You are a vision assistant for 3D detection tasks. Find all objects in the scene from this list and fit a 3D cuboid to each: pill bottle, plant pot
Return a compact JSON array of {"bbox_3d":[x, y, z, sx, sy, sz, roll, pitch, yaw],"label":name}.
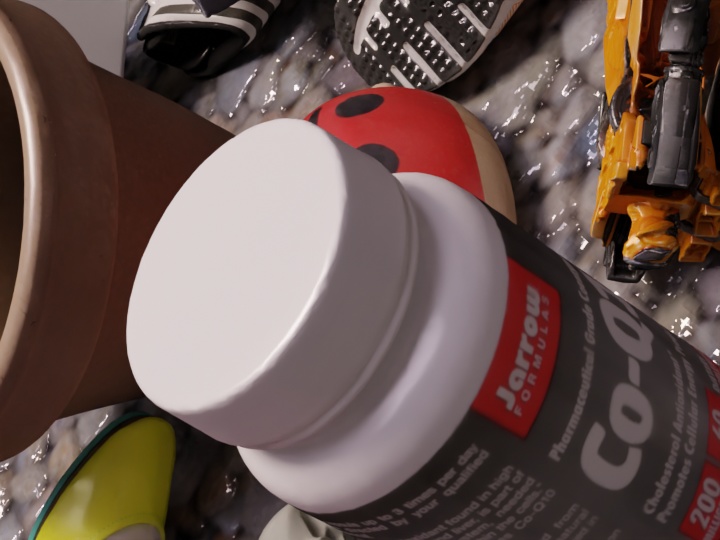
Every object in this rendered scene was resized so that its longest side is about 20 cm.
[{"bbox_3d":[0.030,0.039,0.619,0.113,0.199,0.115,-28,46,34],"label":"pill bottle"},{"bbox_3d":[-0.130,-0.015,0.843,0.199,0.174,0.203,-4,84,45],"label":"plant pot"}]

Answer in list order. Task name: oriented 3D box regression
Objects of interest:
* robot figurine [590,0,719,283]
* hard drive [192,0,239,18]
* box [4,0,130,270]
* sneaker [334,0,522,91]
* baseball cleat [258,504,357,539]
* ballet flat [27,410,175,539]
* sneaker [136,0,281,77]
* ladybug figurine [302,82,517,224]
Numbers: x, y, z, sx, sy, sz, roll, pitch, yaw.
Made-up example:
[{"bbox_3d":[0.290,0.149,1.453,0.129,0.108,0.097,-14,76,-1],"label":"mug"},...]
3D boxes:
[{"bbox_3d":[0.120,-0.095,0.689,0.145,0.058,0.202,94,-177,-71],"label":"robot figurine"},{"bbox_3d":[-0.031,-0.227,0.936,0.199,0.042,0.135,-37,56,-3],"label":"hard drive"},{"bbox_3d":[-0.191,-0.070,1.000,0.124,0.097,0.202,-38,44,54],"label":"box"},{"bbox_3d":[0.065,-0.148,0.835,0.074,0.080,0.200,53,129,6],"label":"sneaker"},{"bbox_3d":[-0.013,0.177,0.698,0.107,0.069,0.201,-52,27,21],"label":"baseball cleat"},{"bbox_3d":[-0.131,0.158,0.851,0.067,0.067,0.201,44,104,32],"label":"ballet flat"},{"bbox_3d":[-0.102,-0.177,1.030,0.116,0.075,0.200,-55,39,2],"label":"sneaker"},{"bbox_3d":[0.000,0.000,0.789,0.135,0.072,0.202,-29,45,34],"label":"ladybug figurine"}]
